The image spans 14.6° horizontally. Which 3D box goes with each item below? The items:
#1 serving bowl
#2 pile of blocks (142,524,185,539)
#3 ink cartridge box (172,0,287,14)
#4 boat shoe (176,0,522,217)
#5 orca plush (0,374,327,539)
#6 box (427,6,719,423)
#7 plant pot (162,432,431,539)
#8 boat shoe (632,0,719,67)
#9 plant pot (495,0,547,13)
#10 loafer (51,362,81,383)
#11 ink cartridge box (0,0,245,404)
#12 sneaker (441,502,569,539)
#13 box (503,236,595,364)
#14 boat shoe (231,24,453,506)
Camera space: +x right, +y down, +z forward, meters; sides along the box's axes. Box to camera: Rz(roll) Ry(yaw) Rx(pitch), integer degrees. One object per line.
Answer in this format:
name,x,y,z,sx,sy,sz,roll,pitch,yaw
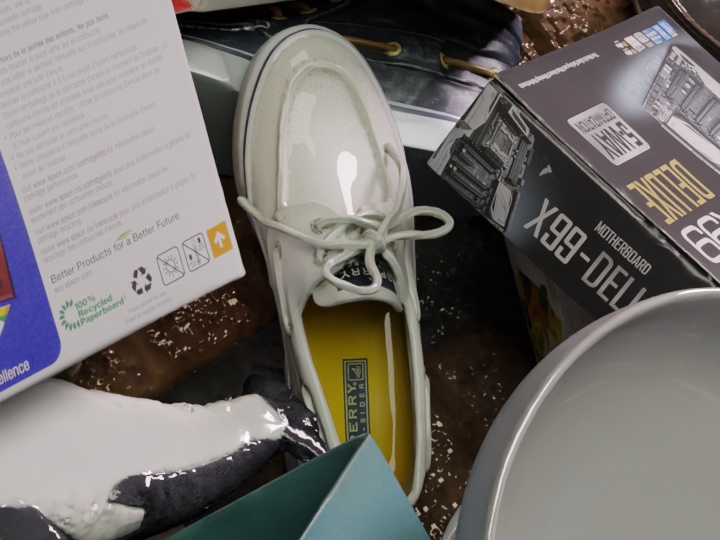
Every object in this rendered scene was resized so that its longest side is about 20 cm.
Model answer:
serving bowl,0.111,0.108,1.013,0.199,0.066,0.201,2,85,-30
pile of blocks,-0.010,0.140,1.087,0.199,0.062,0.082,3,64,-15
ink cartridge box,-0.123,-0.173,1.147,0.200,0.045,0.176,40,33,26
boat shoe,-0.025,-0.089,1.195,0.199,0.071,0.091,15,59,-16
orca plush,-0.117,0.074,1.055,0.199,0.071,0.105,-17,64,-38
box,0.133,-0.027,1.156,0.158,0.050,0.200,43,26,11
plant pot,-0.015,0.195,0.988,0.200,0.141,0.141,56,26,-9
boat shoe,0.210,-0.087,1.255,0.200,0.073,0.075,41,61,5
plant pot,0.002,-0.175,1.186,0.200,0.200,0.028,35,104,2
loafer,-0.136,-0.036,1.103,0.076,0.067,0.201,-8,88,-22
ink cartridge box,-0.142,-0.056,0.991,0.197,0.047,0.201,-28,108,-41
sneaker,0.069,0.155,1.063,0.114,0.073,0.201,13,80,-33
box,0.103,0.058,1.173,0.041,0.039,0.201,-6,67,-19
boat shoe,-0.004,0.001,1.104,0.074,0.086,0.203,-3,88,-18
